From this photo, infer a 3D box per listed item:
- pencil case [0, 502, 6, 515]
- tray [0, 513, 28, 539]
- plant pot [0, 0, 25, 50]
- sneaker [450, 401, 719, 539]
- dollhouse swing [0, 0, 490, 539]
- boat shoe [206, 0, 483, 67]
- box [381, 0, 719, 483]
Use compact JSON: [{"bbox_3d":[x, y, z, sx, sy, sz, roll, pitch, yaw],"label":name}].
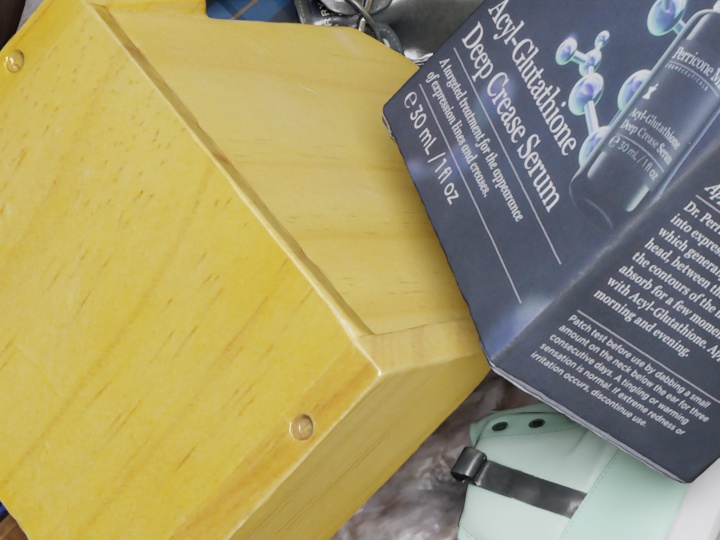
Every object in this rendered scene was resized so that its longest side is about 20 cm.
[{"bbox_3d":[-0.148,0.004,0.997,0.078,0.087,0.200,-35,28,40],"label":"pencil case"},{"bbox_3d":[-0.055,0.140,0.910,0.200,0.037,0.099,29,64,33],"label":"tray"},{"bbox_3d":[-0.221,-0.120,1.012,0.186,0.188,0.200,-25,19,-6],"label":"plant pot"},{"bbox_3d":[0.105,0.042,0.921,0.118,0.074,0.201,11,54,27],"label":"sneaker"},{"bbox_3d":[-0.041,0.010,0.909,0.182,0.176,0.200,-47,64,14],"label":"dollhouse swing"},{"bbox_3d":[-0.015,-0.099,1.013,0.199,0.057,0.069,-11,93,6],"label":"boat shoe"},{"bbox_3d":[0.124,-0.057,0.818,0.200,0.107,0.149,-45,37,19],"label":"box"}]
